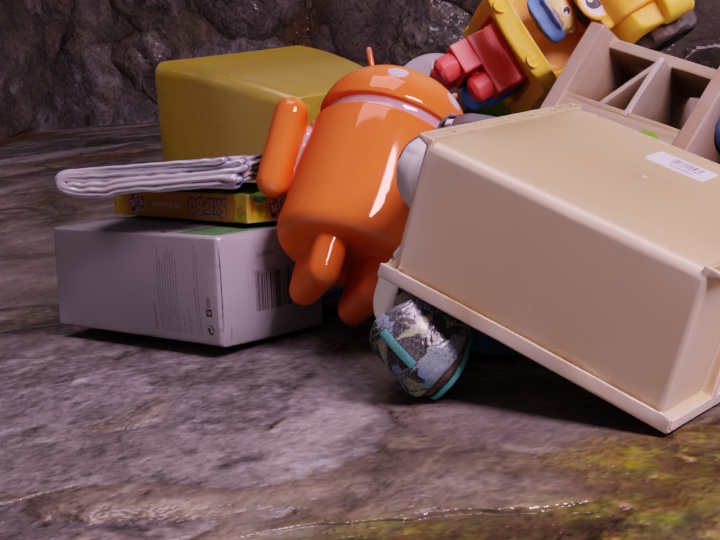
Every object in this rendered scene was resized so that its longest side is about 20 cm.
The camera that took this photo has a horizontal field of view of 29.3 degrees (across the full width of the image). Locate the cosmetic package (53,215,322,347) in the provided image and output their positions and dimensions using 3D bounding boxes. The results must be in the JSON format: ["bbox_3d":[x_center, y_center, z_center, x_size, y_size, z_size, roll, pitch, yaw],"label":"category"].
[{"bbox_3d":[-0.136,0.004,1.065,0.200,0.085,0.108,5,12,41],"label":"cosmetic package"}]

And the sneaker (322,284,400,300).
[{"bbox_3d":[0.000,0.000,1.100,0.200,0.078,0.090,-13,-32,27],"label":"sneaker"}]

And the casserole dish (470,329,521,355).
[{"bbox_3d":[0.158,0.021,0.950,0.200,0.039,0.121,-6,11,-7],"label":"casserole dish"}]

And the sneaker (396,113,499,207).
[{"bbox_3d":[0.072,-0.070,0.924,0.082,0.077,0.200,31,19,32],"label":"sneaker"}]

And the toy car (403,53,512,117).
[{"bbox_3d":[0.063,-0.084,1.256,0.200,0.175,0.150,-27,45,19],"label":"toy car"}]

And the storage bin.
[{"bbox_3d":[0.156,-0.016,0.816,0.200,0.094,0.199,28,28,33],"label":"storage bin"}]

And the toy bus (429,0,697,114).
[{"bbox_3d":[0.154,-0.202,1.139,0.192,0.136,0.200,-28,-5,-11],"label":"toy bus"}]

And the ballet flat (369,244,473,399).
[{"bbox_3d":[0.046,0.010,0.882,0.074,0.074,0.200,-4,19,11],"label":"ballet flat"}]

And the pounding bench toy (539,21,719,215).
[{"bbox_3d":[0.210,-0.055,1.031,0.156,0.200,0.124,30,-1,45],"label":"pounding bench toy"}]

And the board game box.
[{"bbox_3d":[-0.112,-0.056,1.095,0.096,0.030,0.200,-8,12,-41],"label":"board game box"}]

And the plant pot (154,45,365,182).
[{"bbox_3d":[-0.069,-0.119,1.394,0.200,0.200,0.176,-15,17,-40],"label":"plant pot"}]

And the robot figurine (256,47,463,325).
[{"bbox_3d":[0.009,-0.064,0.990,0.144,0.200,0.117,7,-26,25],"label":"robot figurine"}]

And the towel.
[{"bbox_3d":[-0.133,-0.075,1.065,0.147,0.024,0.200,-3,6,11],"label":"towel"}]
